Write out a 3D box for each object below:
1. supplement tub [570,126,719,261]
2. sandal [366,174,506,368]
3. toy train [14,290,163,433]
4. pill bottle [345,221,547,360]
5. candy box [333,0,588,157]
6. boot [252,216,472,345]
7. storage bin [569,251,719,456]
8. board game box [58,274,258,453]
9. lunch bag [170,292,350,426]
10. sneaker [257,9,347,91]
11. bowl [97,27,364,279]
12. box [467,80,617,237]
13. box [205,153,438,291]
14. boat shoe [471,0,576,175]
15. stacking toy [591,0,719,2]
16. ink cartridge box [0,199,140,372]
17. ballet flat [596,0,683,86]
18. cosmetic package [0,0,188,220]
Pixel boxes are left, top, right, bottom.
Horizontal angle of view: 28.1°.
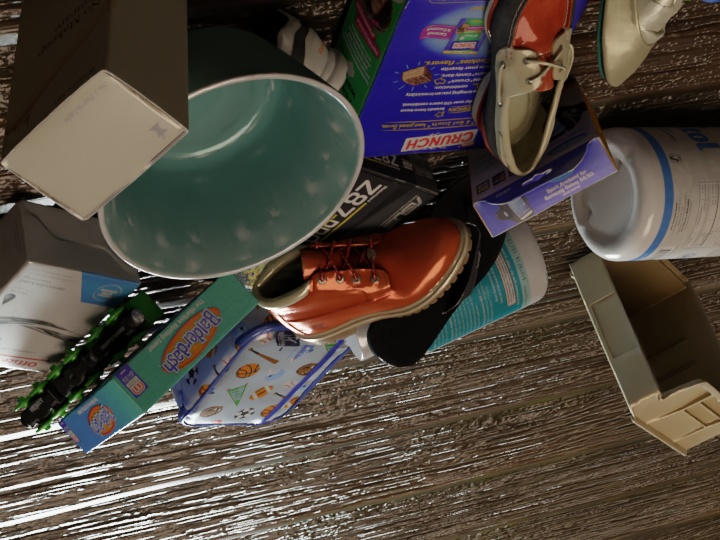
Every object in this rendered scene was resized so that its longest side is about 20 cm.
[{"bbox_3d":[0.322,-0.077,1.422,0.200,0.132,0.132,-4,145,-27],"label":"supplement tub"},{"bbox_3d":[0.080,0.003,1.340,0.076,0.200,0.043,30,173,-9],"label":"sandal"},{"bbox_3d":[-0.247,0.084,1.303,0.200,0.042,0.056,-40,-175,36],"label":"toy train"},{"bbox_3d":[0.075,0.017,1.417,0.200,0.111,0.111,-24,150,-12],"label":"pill bottle"},{"bbox_3d":[0.074,-0.184,1.164,0.169,0.077,0.200,-7,145,-25],"label":"candy box"},{"bbox_3d":[0.000,0.000,1.289,0.200,0.075,0.107,-27,145,20],"label":"boot"},{"bbox_3d":[0.335,0.082,1.610,0.094,0.200,0.199,-30,148,19],"label":"storage bin"},{"bbox_3d":[-0.190,0.087,1.327,0.152,0.045,0.200,-45,-175,-29],"label":"board game box"},{"bbox_3d":[-0.096,0.088,1.491,0.160,0.076,0.200,7,140,-41],"label":"lunch bag"},{"bbox_3d":[-0.112,-0.137,1.150,0.200,0.074,0.080,-33,132,12],"label":"sneaker"},{"bbox_3d":[-0.109,-0.098,1.051,0.201,0.105,0.201,-18,143,-14],"label":"bowl"},{"bbox_3d":[0.154,-0.096,1.250,0.119,0.200,0.041,-28,110,14],"label":"box"},{"bbox_3d":[-0.056,-0.051,1.292,0.161,0.049,0.200,14,139,-44],"label":"box"},{"bbox_3d":[0.131,-0.157,1.109,0.071,0.063,0.200,-12,146,-16],"label":"boat shoe"},{"bbox_3d":[0.264,-0.250,1.176,0.200,0.085,0.085,-8,147,-13],"label":"stacking toy"},{"bbox_3d":[-0.300,0.029,1.275,0.116,0.067,0.200,13,139,-42],"label":"ink cartridge box"},{"bbox_3d":[0.218,-0.234,1.095,0.069,0.069,0.200,-11,116,-16],"label":"ballet flat"},{"bbox_3d":[-0.173,-0.141,0.957,0.104,0.200,0.073,-37,126,23],"label":"cosmetic package"}]
